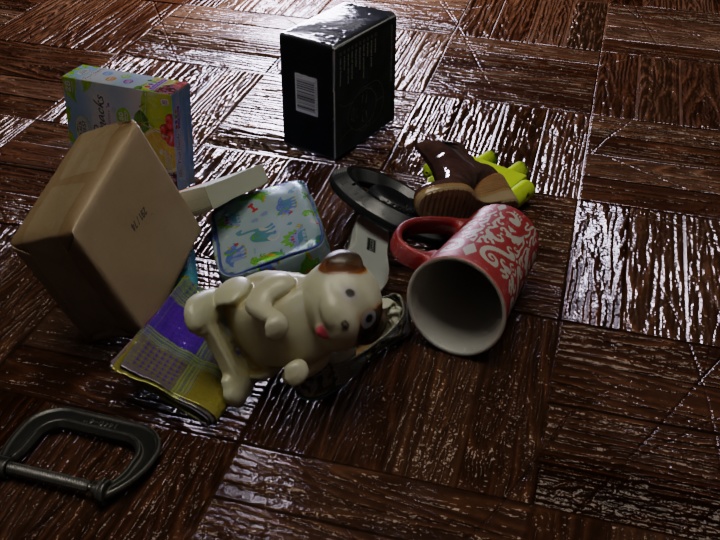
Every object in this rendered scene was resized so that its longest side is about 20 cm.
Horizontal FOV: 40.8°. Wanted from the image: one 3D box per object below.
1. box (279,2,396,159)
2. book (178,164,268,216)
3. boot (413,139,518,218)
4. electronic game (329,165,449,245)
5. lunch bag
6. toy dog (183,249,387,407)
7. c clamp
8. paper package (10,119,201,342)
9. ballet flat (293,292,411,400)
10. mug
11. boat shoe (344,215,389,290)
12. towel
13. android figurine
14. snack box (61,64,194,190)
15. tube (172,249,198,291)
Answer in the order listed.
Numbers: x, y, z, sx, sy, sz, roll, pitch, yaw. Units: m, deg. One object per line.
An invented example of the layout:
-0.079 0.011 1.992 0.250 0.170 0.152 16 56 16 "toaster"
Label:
-0.035 -0.333 1.680 0.122 0.204 0.196 21 38 29 "box"
-0.245 -0.101 1.383 0.197 0.049 0.133 -14 12 36 "book"
0.122 -0.135 1.425 0.197 0.073 0.167 -2 38 -37 "boot"
0.044 -0.096 1.419 0.197 0.042 0.201 25 20 -10 "electronic game"
-0.126 -0.036 1.328 0.158 0.084 0.201 -18 35 -3 "lunch bag"
-0.066 0.056 1.109 0.197 0.142 0.194 -14 13 29 "toy dog"
-0.320 0.207 1.035 0.195 0.028 0.172 6 29 10 "c clamp"
-0.308 -0.045 1.210 0.101 0.192 0.202 -6 43 25 "paper package"
-0.011 0.082 1.186 0.071 0.073 0.199 26 41 33 "ballet flat"
0.145 -0.017 1.256 0.132 0.179 0.200 -26 11 36 "mug"
0.000 0.000 1.314 0.070 0.064 0.201 25 30 -4 "boat shoe"
-0.196 0.092 1.167 0.142 0.023 0.201 28 37 3 "towel"
0.182 -0.137 1.543 0.180 0.042 0.199 26 39 32 "android figurine"
-0.367 -0.223 1.538 0.196 0.172 0.068 12 31 17 "snack box"
-0.239 0.040 1.268 0.076 0.051 0.202 -14 39 -1 "tube"
